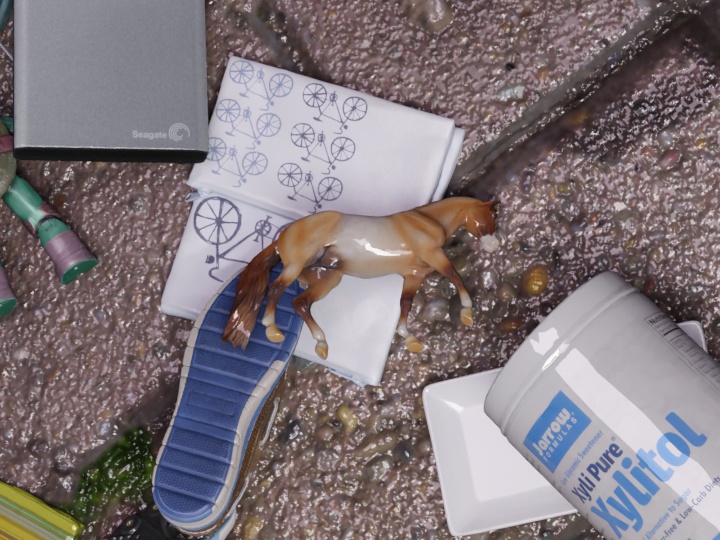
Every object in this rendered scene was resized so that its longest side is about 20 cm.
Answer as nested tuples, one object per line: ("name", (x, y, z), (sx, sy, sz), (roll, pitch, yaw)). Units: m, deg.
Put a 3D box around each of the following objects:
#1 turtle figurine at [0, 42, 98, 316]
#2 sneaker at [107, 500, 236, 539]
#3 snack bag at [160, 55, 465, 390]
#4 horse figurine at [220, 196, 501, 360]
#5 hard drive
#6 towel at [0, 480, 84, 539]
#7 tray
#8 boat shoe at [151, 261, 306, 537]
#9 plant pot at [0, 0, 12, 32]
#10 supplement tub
("turtle figurine", (-0.280, -0.073, 1.471), (0.149, 0.101, 0.201), (-28, 81, 9))
("sneaker", (-0.159, 0.234, 1.412), (0.200, 0.073, 0.072), (-47, 45, -8))
("snack bag", (-0.042, -0.037, 1.436), (0.187, 0.021, 0.202), (19, 87, 16))
("horse figurine", (0.000, 0.000, 1.358), (0.198, 0.050, 0.133), (-7, 47, 5))
("hard drive", (-0.182, -0.176, 1.452), (0.138, 0.033, 0.202), (0, 74, -12))
("towel", (-0.276, 0.257, 1.459), (0.086, 0.018, 0.201), (25, 90, 23))
("tray", (0.147, 0.109, 1.363), (0.198, 0.022, 0.108), (-14, 79, 13))
("boat shoe", (-0.091, 0.089, 1.392), (0.072, 0.073, 0.201), (19, 70, 14))
("plant pot", (-0.382, -0.242, 1.469), (0.198, 0.196, 0.202), (-2, 82, 15))
("supplement tub", (0.190, 0.113, 1.272), (0.200, 0.132, 0.132), (43, 94, 16))
